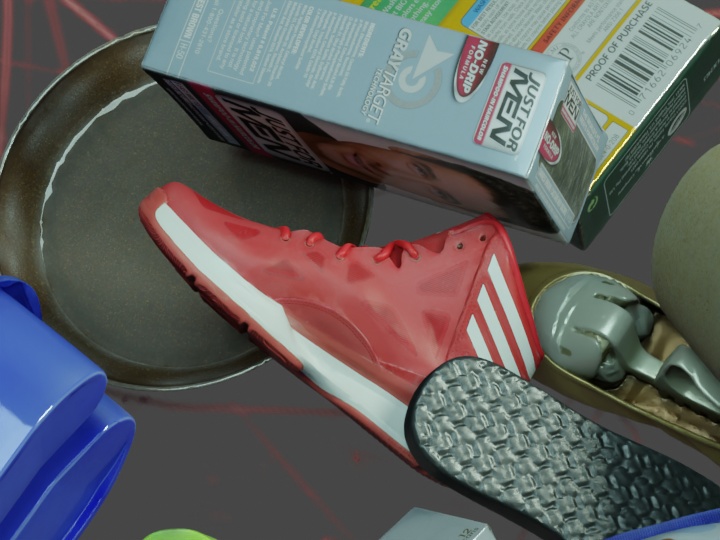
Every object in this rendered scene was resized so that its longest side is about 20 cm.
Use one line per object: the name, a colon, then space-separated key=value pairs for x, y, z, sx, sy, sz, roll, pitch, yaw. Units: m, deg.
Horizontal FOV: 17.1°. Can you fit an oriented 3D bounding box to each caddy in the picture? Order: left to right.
caddy: x=-0.198 y=0.097 z=1.121 sx=0.105 sy=0.141 sz=0.200 roll=30 pitch=74 yaw=19

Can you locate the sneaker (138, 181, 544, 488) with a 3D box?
sneaker: x=0.000 y=0.000 z=1.129 sx=0.200 sy=0.078 sz=0.116 roll=40 pitch=85 yaw=-1

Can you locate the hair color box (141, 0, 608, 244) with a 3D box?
hair color box: x=0.008 y=-0.079 z=1.134 sx=0.199 sy=0.099 sz=0.061 roll=17 pitch=79 yaw=21

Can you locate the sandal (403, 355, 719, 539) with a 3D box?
sandal: x=0.109 y=0.109 z=1.090 sx=0.200 sy=0.048 sz=0.075 roll=37 pitch=74 yaw=1

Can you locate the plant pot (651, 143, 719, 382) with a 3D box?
plant pot: x=0.226 y=0.016 z=1.010 sx=0.187 sy=0.187 sz=0.200 roll=-48 pitch=45 yaw=-13

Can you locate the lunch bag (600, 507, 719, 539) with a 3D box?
lunch bag: x=0.145 y=0.181 z=0.921 sx=0.199 sy=0.124 sz=0.171 roll=-17 pitch=95 yaw=22

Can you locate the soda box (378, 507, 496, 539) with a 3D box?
soda box: x=-0.013 y=0.194 z=1.047 sx=0.200 sy=0.064 sz=0.068 roll=-41 pitch=20 yaw=-21

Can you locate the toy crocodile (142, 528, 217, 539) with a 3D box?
toy crocodile: x=-0.099 y=0.214 z=1.085 sx=0.061 sy=0.068 sz=0.201 roll=2 pitch=65 yaw=13

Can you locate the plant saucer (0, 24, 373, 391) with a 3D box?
plant saucer: x=-0.089 y=-0.031 z=1.214 sx=0.199 sy=0.032 sz=0.201 roll=-4 pitch=70 yaw=10

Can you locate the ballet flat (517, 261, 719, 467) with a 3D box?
ballet flat: x=0.140 y=0.040 z=1.123 sx=0.200 sy=0.063 sz=0.069 roll=26 pitch=74 yaw=22

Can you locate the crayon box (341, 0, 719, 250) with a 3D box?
crayon box: x=0.069 y=-0.115 z=1.218 sx=0.200 sy=0.052 sz=0.126 roll=34 pitch=76 yaw=23
